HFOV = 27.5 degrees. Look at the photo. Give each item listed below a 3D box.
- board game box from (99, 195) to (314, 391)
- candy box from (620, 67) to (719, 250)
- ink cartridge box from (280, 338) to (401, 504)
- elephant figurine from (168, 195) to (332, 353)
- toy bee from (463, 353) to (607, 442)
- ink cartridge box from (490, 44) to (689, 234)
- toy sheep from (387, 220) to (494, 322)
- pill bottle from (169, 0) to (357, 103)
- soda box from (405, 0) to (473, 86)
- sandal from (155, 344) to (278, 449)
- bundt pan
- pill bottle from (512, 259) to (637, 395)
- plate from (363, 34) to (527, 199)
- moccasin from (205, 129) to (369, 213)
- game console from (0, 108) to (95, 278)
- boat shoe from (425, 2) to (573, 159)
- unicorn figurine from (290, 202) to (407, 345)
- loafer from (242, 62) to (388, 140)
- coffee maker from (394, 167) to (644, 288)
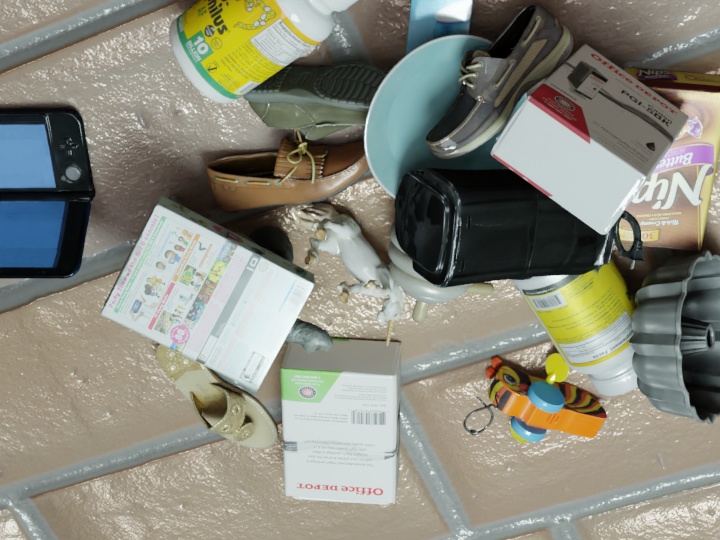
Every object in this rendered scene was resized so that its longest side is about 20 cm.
[{"bbox_3d":[-0.173,0.026,1.679,0.200,0.064,0.148,28,101,-9],"label":"board game box"},{"bbox_3d":[0.343,-0.124,1.673,0.117,0.056,0.200,5,121,4],"label":"candy box"},{"bbox_3d":[-0.023,0.192,1.880,0.145,0.084,0.200,3,120,5],"label":"ink cartridge box"},{"bbox_3d":[-0.134,0.006,1.764,0.200,0.142,0.155,-3,134,16],"label":"elephant figurine"},{"bbox_3d":[0.208,0.150,1.833,0.200,0.109,0.131,30,113,-39],"label":"toy bee"},{"bbox_3d":[0.244,-0.142,1.538,0.147,0.200,0.083,36,124,6],"label":"ink cartridge box"},{"bbox_3d":[0.097,-0.028,1.717,0.138,0.138,0.200,13,109,-1],"label":"toy sheep"},{"bbox_3d":[-0.100,-0.278,1.604,0.200,0.113,0.113,-30,112,22],"label":"pill bottle"},{"bbox_3d":[0.084,-0.241,1.632,0.068,0.064,0.200,7,121,3],"label":"soda box"},{"bbox_3d":[-0.192,0.177,1.900,0.078,0.070,0.212,-32,112,22],"label":"sandal"},{"bbox_3d":[0.373,0.077,1.716,0.076,0.202,0.202,0,123,34],"label":"bundt pan"},{"bbox_3d":[0.270,0.048,1.748,0.112,0.112,0.200,-26,114,20],"label":"pill bottle"},{"bbox_3d":[0.090,-0.164,1.607,0.200,0.026,0.200,-13,121,-22],"label":"plate"},{"bbox_3d":[-0.083,-0.123,1.720,0.201,0.074,0.078,-6,127,21],"label":"moccasin"},{"bbox_3d":[-0.427,-0.092,1.747,0.200,0.118,0.171,0,120,6],"label":"game console"},{"bbox_3d":[0.135,-0.204,1.558,0.200,0.074,0.073,-47,117,-10],"label":"boat shoe"},{"bbox_3d":[0.000,0.000,1.747,0.074,0.137,0.200,-24,91,23],"label":"unicorn figurine"},{"bbox_3d":[-0.037,-0.188,1.661,0.200,0.075,0.070,9,138,29],"label":"loafer"},{"bbox_3d":[0.161,-0.055,1.567,0.200,0.192,0.135,-6,90,-27],"label":"coffee maker"}]
